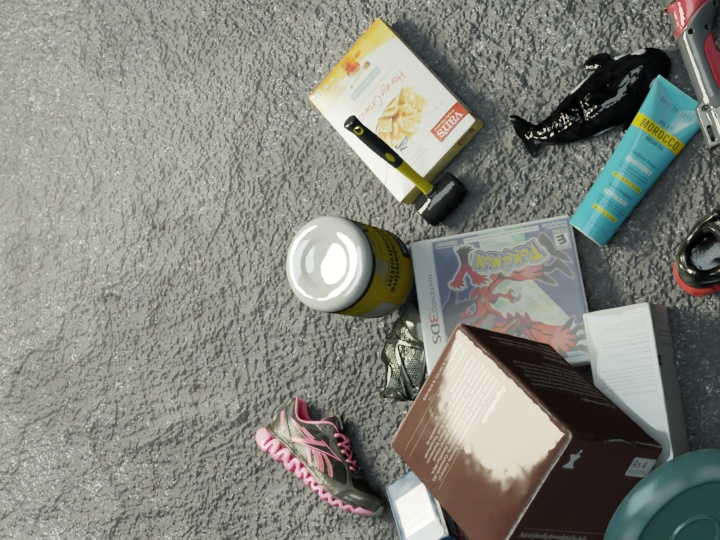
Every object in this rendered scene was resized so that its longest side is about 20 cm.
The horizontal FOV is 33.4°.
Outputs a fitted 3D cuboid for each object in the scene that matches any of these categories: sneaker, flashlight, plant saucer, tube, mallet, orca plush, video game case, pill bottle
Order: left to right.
[{"bbox_3d":[-0.040,0.235,1.533,0.199,0.079,0.096,35,88,22],"label":"sneaker"},{"bbox_3d":[0.000,0.000,1.458,0.111,0.200,0.114,-2,84,24],"label":"pill bottle"},{"bbox_3d":[0.058,-0.133,1.459,0.066,0.200,0.041,-39,38,7],"label":"mallet"},{"bbox_3d":[0.100,0.144,1.471,0.199,0.076,0.115,45,111,20],"label":"sneaker"},{"bbox_3d":[0.167,0.037,1.427,0.197,0.023,0.185,-10,70,7],"label":"video game case"},{"bbox_3d":[0.269,-0.208,1.422,0.198,0.071,0.107,-14,79,24],"label":"orca plush"},{"bbox_3d":[0.322,-0.123,1.405,0.077,0.050,0.201,33,98,-6],"label":"tube"},{"bbox_3d":[0.350,0.282,1.280,0.201,0.199,0.027,-55,31,11],"label":"plant saucer"},{"bbox_3d":[0.402,-0.245,1.371,0.067,0.067,0.202,-28,76,46],"label":"flashlight"},{"bbox_3d":[0.427,-0.047,1.319,0.200,0.098,0.071,-39,69,16],"label":"sneaker"}]

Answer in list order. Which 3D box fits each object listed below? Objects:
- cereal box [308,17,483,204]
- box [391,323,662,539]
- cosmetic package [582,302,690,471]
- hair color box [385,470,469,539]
[{"bbox_3d":[0.043,-0.205,1.545,0.144,0.039,0.200,-47,68,14],"label":"cereal box"},{"bbox_3d":[0.172,0.187,1.273,0.200,0.165,0.165,46,112,45],"label":"box"},{"bbox_3d":[0.314,0.143,1.348,0.080,0.113,0.203,-13,81,24],"label":"cosmetic package"},{"bbox_3d":[0.118,0.306,1.364,0.060,0.200,0.101,-35,44,17],"label":"hair color box"}]
